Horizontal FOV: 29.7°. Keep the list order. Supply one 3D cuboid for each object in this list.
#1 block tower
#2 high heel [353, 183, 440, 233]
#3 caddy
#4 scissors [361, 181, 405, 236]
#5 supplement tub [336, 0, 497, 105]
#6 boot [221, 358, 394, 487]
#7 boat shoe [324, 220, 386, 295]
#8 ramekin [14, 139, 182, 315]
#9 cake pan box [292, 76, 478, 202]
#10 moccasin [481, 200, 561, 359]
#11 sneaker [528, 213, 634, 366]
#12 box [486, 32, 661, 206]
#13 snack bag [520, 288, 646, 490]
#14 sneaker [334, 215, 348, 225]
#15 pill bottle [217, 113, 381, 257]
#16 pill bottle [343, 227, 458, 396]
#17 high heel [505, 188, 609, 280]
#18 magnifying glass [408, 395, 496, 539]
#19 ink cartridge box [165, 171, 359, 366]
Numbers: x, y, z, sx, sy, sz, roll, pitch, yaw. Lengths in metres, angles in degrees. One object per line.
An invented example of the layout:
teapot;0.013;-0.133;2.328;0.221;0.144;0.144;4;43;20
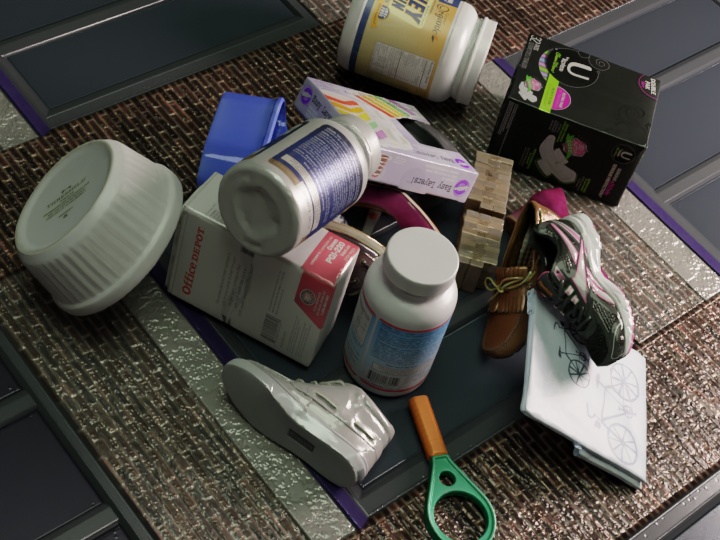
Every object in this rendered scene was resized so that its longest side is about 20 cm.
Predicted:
block tower;0.157;-0.063;1.769;0.053;0.058;0.201;16;51;-1
high heel;0.013;-0.071;1.735;0.200;0.067;0.096;41;89;24
caddy;-0.137;-0.130;1.689;0.104;0.142;0.201;12;50;0
scissors;0.026;-0.078;1.772;0.072;0.014;0.201;10;49;-7
supplement tub;0.080;-0.322;1.903;0.198;0.145;0.145;20;49;2
boot;-0.057;0.152;1.532;0.200;0.074;0.096;40;46;7
boat shoe;0.000;0.000;1.630;0.199;0.072;0.065;29;68;-29
ramekin;-0.304;-0.057;1.540;0.094;0.201;0.204;41;37;-36
cake pan box;0.035;-0.168;1.758;0.199;0.053;0.185;11;30;-37
moccasin;0.193;0.011;1.667;0.077;0.073;0.203;33;76;-35
sneaker;0.250;0.027;1.612;0.086;0.081;0.201;-2;56;-27
box;0.295;-0.209;1.879;0.198;0.125;0.149;21;50;2
snack bag;0.263;0.139;1.604;0.199;0.021;0.190;30;47;-23
sneaker;-0.055;-0.067;1.697;0.080;0.074;0.202;11;70;-22
pill bottle;-0.061;-0.103;1.519;0.111;0.112;0.200;34;40;14
pill bottle;0.049;0.046;1.552;0.108;0.201;0.110;7;50;-9
high heel;0.284;-0.034;1.755;0.096;0.068;0.200;-32;60;-20
magnifying glass;0.095;0.229;1.532;0.079;0.022;0.201;-6;52;-19
ink cartridge box;-0.117;-0.001;1.583;0.199;0.146;0.085;26;44;7
